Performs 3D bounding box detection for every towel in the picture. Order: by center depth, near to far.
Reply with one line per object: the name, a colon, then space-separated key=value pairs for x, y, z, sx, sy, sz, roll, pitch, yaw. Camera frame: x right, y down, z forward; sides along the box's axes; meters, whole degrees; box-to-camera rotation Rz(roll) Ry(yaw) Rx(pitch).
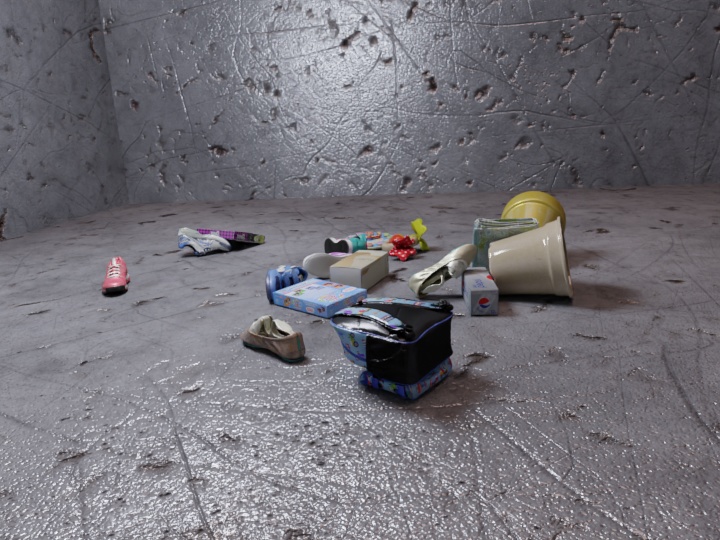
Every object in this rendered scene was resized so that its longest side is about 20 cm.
towel: x=0.384 y=-0.054 z=1.521 sx=0.168 sy=0.202 sz=0.049 roll=0 pitch=42 yaw=5

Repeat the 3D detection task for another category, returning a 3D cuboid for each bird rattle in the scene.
bird rattle: x=0.145 y=-0.085 z=1.928 sx=0.161 sy=0.114 sz=0.199 roll=-5 pitch=23 yaw=43

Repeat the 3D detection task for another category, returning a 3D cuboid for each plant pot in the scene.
plant pot: x=0.421 y=-0.019 z=1.412 sx=0.181 sy=0.204 sz=0.200 roll=-9 pitch=12 yaw=22
plant pot: x=0.522 y=-0.113 z=1.728 sx=0.197 sy=0.204 sz=0.189 roll=3 pitch=32 yaw=20

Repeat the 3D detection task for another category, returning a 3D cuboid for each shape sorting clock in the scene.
shape sorting clock: x=0.033 y=-0.113 z=2.088 sx=0.196 sy=0.040 sz=0.200 roll=-3 pitch=15 yaw=1

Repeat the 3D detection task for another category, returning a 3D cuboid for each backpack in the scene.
backpack: x=0.049 y=0.125 z=1.015 sx=0.198 sy=0.137 sz=0.182 roll=8 pitch=19 yaw=34

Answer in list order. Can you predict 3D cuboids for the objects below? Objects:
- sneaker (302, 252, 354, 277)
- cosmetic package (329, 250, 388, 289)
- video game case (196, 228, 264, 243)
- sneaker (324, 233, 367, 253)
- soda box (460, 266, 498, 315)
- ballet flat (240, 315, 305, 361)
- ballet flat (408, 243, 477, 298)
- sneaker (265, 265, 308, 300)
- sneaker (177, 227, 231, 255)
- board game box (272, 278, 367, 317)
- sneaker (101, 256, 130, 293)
sneaker: x=-0.103 y=-0.021 z=1.735 sx=0.198 sy=0.074 sz=0.114 roll=0 pitch=8 yaw=-33
cosmetic package: x=0.000 y=0.000 z=1.614 sx=0.104 sy=0.072 sz=0.200 roll=4 pitch=16 yaw=23
video game case: x=-0.504 y=-0.134 z=2.199 sx=0.197 sy=0.036 sz=0.180 roll=6 pitch=0 yaw=30
sneaker: x=-0.036 y=-0.081 z=1.904 sx=0.119 sy=0.085 sz=0.199 roll=-4 pitch=6 yaw=-28
soda box: x=0.291 y=0.047 z=1.393 sx=0.067 sy=0.065 sz=0.200 roll=-1 pitch=15 yaw=4
ballet flat: x=-0.183 y=0.131 z=1.176 sx=0.198 sy=0.068 sz=0.068 roll=10 pitch=19 yaw=42
ballet flat: x=0.215 y=0.007 z=1.435 sx=0.199 sy=0.070 sz=0.070 roll=-33 pitch=8 yaw=16
sneaker: x=-0.205 y=0.028 z=1.555 sx=0.081 sy=0.075 sz=0.200 roll=2 pitch=17 yaw=12
sneaker: x=-0.579 y=-0.090 z=2.088 sx=0.197 sy=0.087 sz=0.077 roll=14 pitch=-16 yaw=-19
board game box: x=-0.105 y=0.067 z=1.456 sx=0.198 sy=0.037 sz=0.150 roll=9 pitch=20 yaw=41
sneaker: x=-0.742 y=0.011 z=1.698 sx=0.073 sy=0.088 sz=0.200 roll=-9 pitch=16 yaw=-16
